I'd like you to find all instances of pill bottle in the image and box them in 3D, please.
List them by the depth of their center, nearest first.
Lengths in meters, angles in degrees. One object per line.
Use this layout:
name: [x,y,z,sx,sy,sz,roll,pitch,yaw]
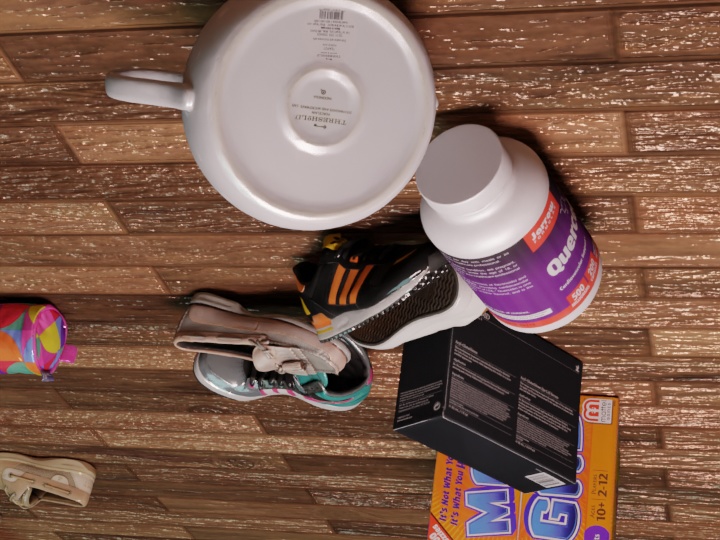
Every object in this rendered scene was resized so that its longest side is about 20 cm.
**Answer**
pill bottle: [0.123,-0.036,1.204,0.112,0.113,0.200,-7,148,27]

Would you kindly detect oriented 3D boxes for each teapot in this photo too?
teapot: [-0.051,-0.127,1.054,0.200,0.197,0.146,49,174,-22]

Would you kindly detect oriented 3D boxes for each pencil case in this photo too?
pencil case: [-0.426,0.079,1.599,0.199,0.089,0.088,2,151,16]

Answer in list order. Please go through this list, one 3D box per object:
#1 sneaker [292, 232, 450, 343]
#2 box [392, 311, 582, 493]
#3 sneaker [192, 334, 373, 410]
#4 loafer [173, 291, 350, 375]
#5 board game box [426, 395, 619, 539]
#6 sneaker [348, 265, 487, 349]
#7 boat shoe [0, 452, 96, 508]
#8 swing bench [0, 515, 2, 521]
sneaker: [0.000,0.000,1.336,0.200,0.070,0.090,-31,90,52]
box: [0.136,0.129,1.470,0.200,0.141,0.079,30,147,-33]
sneaker: [-0.073,0.103,1.537,0.199,0.084,0.121,9,157,-16]
loafer: [-0.104,0.080,1.468,0.200,0.063,0.072,16,151,30]
board game box: [0.195,0.273,1.650,0.199,0.200,0.200,2,150,12]
sneaker: [0.064,0.038,1.399,0.085,0.073,0.200,3,169,-37]
boat shoe: [-0.478,0.302,2.033,0.199,0.065,0.071,0,150,15]
swing bench: [-0.642,0.499,2.369,0.199,0.130,0.199,-4,149,23]
